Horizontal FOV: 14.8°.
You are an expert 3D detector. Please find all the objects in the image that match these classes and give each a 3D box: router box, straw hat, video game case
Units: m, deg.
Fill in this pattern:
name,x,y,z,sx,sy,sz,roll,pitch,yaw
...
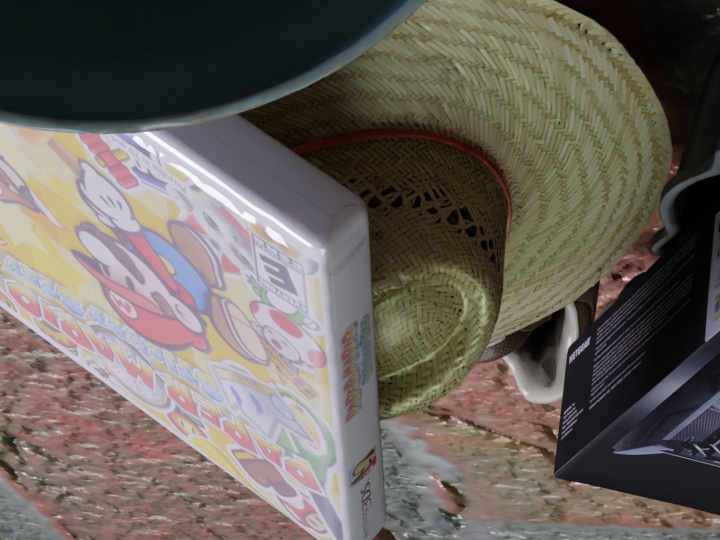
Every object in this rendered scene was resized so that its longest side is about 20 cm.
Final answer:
name,x,y,z,sx,sy,sz,roll,pitch,yaw
router box,0.169,0.031,0.883,0.157,0.052,0.200,14,156,-12
straw hat,0.000,0.000,0.868,0.201,0.085,0.201,0,139,0
video game case,-0.077,-0.015,0.808,0.200,0.023,0.182,34,155,21

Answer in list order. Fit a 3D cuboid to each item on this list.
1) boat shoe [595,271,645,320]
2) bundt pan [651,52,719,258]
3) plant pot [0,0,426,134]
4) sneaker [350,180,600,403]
name,x,y,z,sx,sy,sz,roll,pitch,yaw
boat shoe,0.186,0.052,1.090,0.200,0.072,0.060,19,160,-13
bundt pan,0.196,-0.035,0.882,0.202,0.076,0.202,8,155,4
plant pot,-0.063,-0.142,0.641,0.200,0.200,0.135,14,-169,-11
sneaker,0.040,-0.010,0.963,0.070,0.076,0.200,-14,158,23
